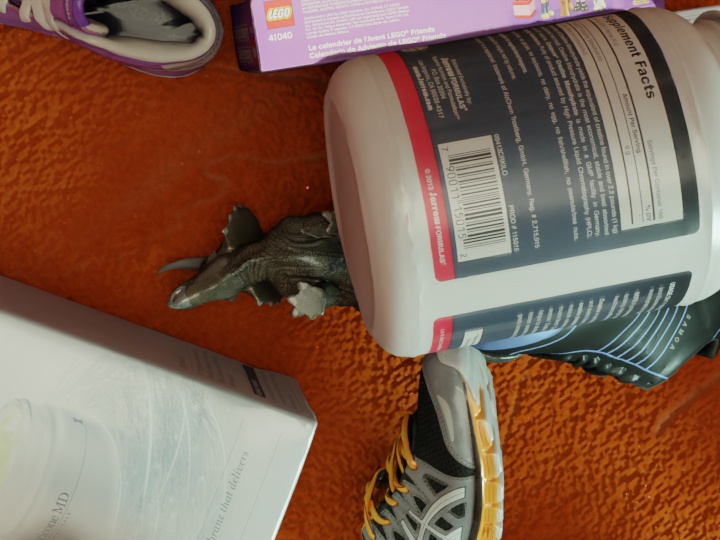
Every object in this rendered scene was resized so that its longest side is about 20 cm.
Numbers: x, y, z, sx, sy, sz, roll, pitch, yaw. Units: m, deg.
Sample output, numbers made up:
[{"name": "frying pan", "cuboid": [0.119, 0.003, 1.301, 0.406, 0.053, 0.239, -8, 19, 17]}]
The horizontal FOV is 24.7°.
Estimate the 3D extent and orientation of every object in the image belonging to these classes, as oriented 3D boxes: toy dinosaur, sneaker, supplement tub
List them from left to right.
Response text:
[{"name": "sneaker", "cuboid": [-0.163, -0.150, 0.819, 0.200, 0.114, 0.073, 15, 96, -9]}, {"name": "toy dinosaur", "cuboid": [0.000, 0.000, 0.878, 0.200, 0.102, 0.077, 7, 95, -16]}, {"name": "sneaker", "cuboid": [0.037, 0.122, 0.878, 0.077, 0.078, 0.200, 1, 123, 3]}, {"name": "supplement tub", "cuboid": [0.091, -0.044, 0.762, 0.200, 0.140, 0.140, -10, 99, -7]}, {"name": "sneaker", "cuboid": [0.131, 0.030, 0.876, 0.200, 0.070, 0.078, -12, 109, -37]}]

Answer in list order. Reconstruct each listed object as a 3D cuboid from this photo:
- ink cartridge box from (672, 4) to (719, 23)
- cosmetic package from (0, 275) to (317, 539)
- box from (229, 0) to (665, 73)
[{"name": "ink cartridge box", "cuboid": [0.109, -0.085, 0.903, 0.200, 0.044, 0.094, -9, 97, -7]}, {"name": "cosmetic package", "cuboid": [-0.153, 0.125, 0.852, 0.200, 0.123, 0.199, 20, 94, -9]}, {"name": "box", "cuboid": [0.037, -0.133, 0.839, 0.200, 0.137, 0.039, -9, 98, -7]}]
